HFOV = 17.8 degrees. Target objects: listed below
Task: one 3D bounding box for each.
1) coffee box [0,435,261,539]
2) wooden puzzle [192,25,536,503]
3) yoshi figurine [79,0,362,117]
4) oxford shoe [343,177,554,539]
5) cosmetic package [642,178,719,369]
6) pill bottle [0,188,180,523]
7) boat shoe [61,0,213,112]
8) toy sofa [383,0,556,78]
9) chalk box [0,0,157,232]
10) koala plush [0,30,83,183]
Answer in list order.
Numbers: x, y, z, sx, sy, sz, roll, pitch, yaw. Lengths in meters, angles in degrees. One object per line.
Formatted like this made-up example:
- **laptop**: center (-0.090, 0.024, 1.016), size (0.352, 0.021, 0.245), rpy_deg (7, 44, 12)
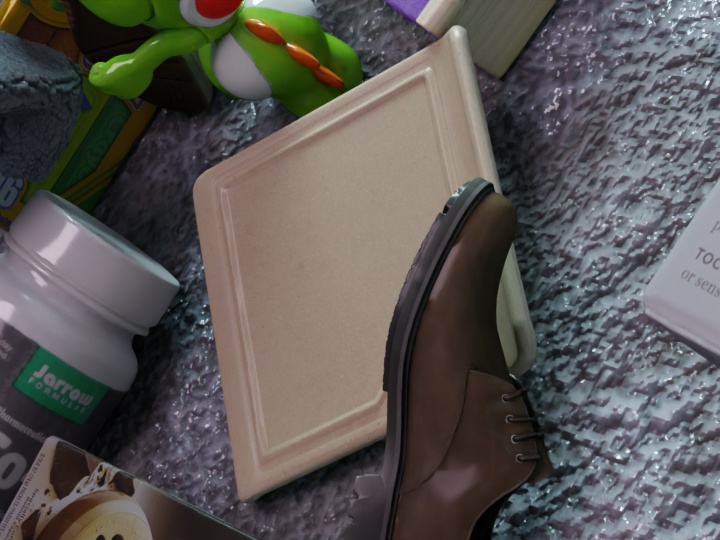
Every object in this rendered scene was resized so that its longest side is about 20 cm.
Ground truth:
- **coffee box**: center (-0.099, 0.167, 1.109), size (0.200, 0.080, 0.113), rpy_deg (17, 77, 49)
- **wooden puzzle**: center (0.000, 0.000, 1.144), size (0.200, 0.037, 0.185), rpy_deg (-30, 57, 34)
- **yoshi figurine**: center (-0.092, -0.144, 1.228), size (0.112, 0.200, 0.112), rpy_deg (-40, 31, 27)
- **oxford shoe**: center (0.051, 0.060, 1.025), size (0.084, 0.073, 0.200), rpy_deg (11, 96, 18)
- **cosmetic package**: center (0.246, -0.007, 0.811), size (0.200, 0.167, 0.166), rpy_deg (-56, 39, -1)
- **pill bottle**: center (-0.193, 0.063, 1.248), size (0.200, 0.113, 0.113), rpy_deg (-55, 40, 2)
- **boat shoe**: center (-0.133, -0.166, 1.283), size (0.072, 0.200, 0.065), rpy_deg (3, 55, 36)
- **toy sofa**: center (0.018, -0.187, 1.216), size (0.083, 0.098, 0.200), rpy_deg (-54, 40, 6)
- **chalk box**: center (-0.195, -0.132, 1.373), size (0.124, 0.125, 0.200), rpy_deg (31, 89, 50)
- **koala plush**: center (-0.285, -0.060, 1.220), size (0.177, 0.184, 0.200), rpy_deg (40, 116, 17)
